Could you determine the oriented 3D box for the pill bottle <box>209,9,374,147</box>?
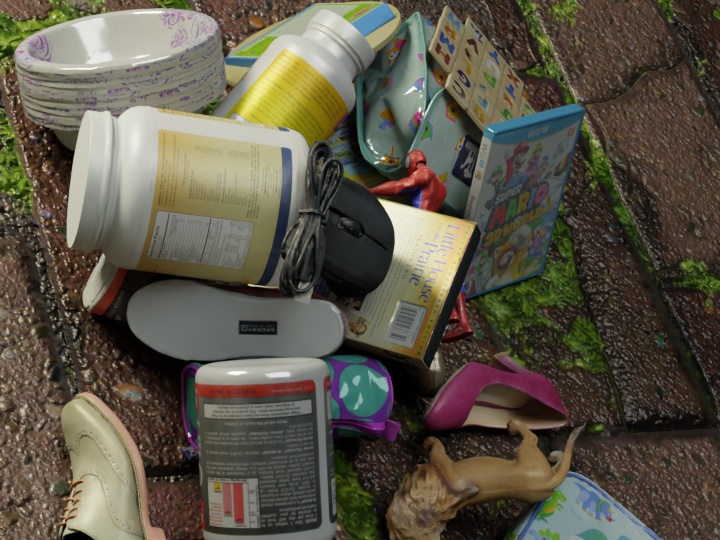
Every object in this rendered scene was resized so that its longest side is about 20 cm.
[{"bbox_3d":[-0.074,-0.157,1.747,0.104,0.104,0.200,39,78,2],"label":"pill bottle"}]

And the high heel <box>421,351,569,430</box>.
[{"bbox_3d":[0.133,0.139,1.753,0.096,0.068,0.200,40,21,16],"label":"high heel"}]

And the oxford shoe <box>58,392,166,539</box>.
[{"bbox_3d":[-0.219,0.193,1.493,0.073,0.071,0.201,-8,59,-34],"label":"oxford shoe"}]

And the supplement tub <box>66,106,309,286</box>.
[{"bbox_3d":[-0.153,-0.067,1.591,0.198,0.145,0.145,8,50,-15],"label":"supplement tub"}]

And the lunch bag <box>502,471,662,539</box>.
[{"bbox_3d":[0.226,0.297,1.685,0.200,0.083,0.161,39,45,2],"label":"lunch bag"}]

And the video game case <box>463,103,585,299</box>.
[{"bbox_3d":[0.161,-0.070,1.871,0.143,0.201,0.018,-17,40,-41],"label":"video game case"}]

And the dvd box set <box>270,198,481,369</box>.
[{"bbox_3d":[0.000,0.000,1.707,0.199,0.029,0.147,14,72,24],"label":"dvd box set"}]

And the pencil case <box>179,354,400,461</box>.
[{"bbox_3d":[-0.067,0.123,1.637,0.199,0.086,0.093,-2,36,-33],"label":"pencil case"}]

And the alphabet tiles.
[{"bbox_3d":[0.135,-0.198,1.912,0.167,0.006,0.200,49,25,-15],"label":"alphabet tiles"}]

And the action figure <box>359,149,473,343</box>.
[{"bbox_3d":[0.046,-0.024,1.756,0.065,0.098,0.201,44,35,-58],"label":"action figure"}]

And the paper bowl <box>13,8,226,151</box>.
[{"bbox_3d":[-0.228,-0.178,1.729,0.199,0.105,0.201,-4,23,2],"label":"paper bowl"}]

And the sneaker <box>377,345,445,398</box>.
[{"bbox_3d":[0.012,0.050,1.773,0.075,0.071,0.201,-13,55,-26],"label":"sneaker"}]

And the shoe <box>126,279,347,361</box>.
[{"bbox_3d":[-0.109,0.047,1.633,0.198,0.091,0.072,4,90,4],"label":"shoe"}]

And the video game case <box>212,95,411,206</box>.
[{"bbox_3d":[-0.040,-0.123,1.875,0.182,0.023,0.200,49,31,11],"label":"video game case"}]

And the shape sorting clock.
[{"bbox_3d":[-0.052,-0.237,1.899,0.200,0.199,0.039,-47,124,-46],"label":"shape sorting clock"}]

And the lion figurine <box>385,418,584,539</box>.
[{"bbox_3d":[0.118,0.195,1.660,0.123,0.199,0.073,-91,162,-70],"label":"lion figurine"}]

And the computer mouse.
[{"bbox_3d":[-0.009,-0.024,1.591,0.052,0.200,0.140,10,81,18],"label":"computer mouse"}]

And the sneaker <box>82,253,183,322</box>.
[{"bbox_3d":[-0.195,-0.025,1.692,0.082,0.077,0.201,29,55,-14],"label":"sneaker"}]

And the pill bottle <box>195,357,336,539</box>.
[{"bbox_3d":[-0.078,0.178,1.508,0.115,0.116,0.202,-3,91,-35],"label":"pill bottle"}]

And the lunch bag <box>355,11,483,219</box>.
[{"bbox_3d":[0.084,-0.145,1.905,0.170,0.122,0.201,34,38,-40],"label":"lunch bag"}]
